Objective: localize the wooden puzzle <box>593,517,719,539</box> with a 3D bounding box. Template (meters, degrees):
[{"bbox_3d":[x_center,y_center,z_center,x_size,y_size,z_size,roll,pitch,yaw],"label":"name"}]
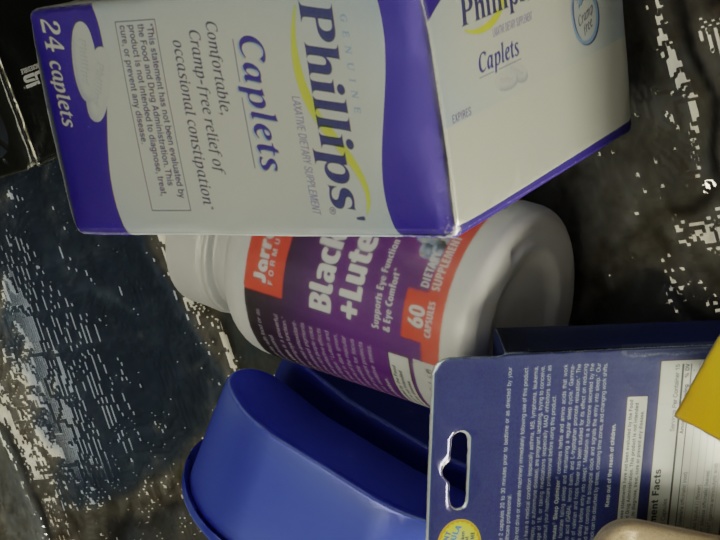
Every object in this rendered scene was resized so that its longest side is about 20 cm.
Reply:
[{"bbox_3d":[0.185,0.211,0.850,0.198,0.037,0.187,10,115,-7],"label":"wooden puzzle"}]

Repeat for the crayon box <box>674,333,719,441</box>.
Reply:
[{"bbox_3d":[0.253,0.047,0.747,0.198,0.051,0.128,24,123,1],"label":"crayon box"}]

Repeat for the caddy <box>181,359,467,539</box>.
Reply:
[{"bbox_3d":[0.000,0.124,0.928,0.199,0.141,0.106,29,118,21],"label":"caddy"}]

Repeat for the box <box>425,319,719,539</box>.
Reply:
[{"bbox_3d":[0.127,0.084,0.824,0.198,0.032,0.122,-2,114,-8],"label":"box"}]

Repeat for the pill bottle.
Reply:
[{"bbox_3d":[0.000,0.000,0.889,0.198,0.111,0.113,16,118,32],"label":"pill bottle"}]

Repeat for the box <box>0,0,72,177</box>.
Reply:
[{"bbox_3d":[-0.207,-0.101,0.955,0.198,0.163,0.087,-11,104,35],"label":"box"}]

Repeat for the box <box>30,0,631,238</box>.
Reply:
[{"bbox_3d":[-0.007,-0.088,0.766,0.198,0.184,0.106,1,108,33],"label":"box"}]
